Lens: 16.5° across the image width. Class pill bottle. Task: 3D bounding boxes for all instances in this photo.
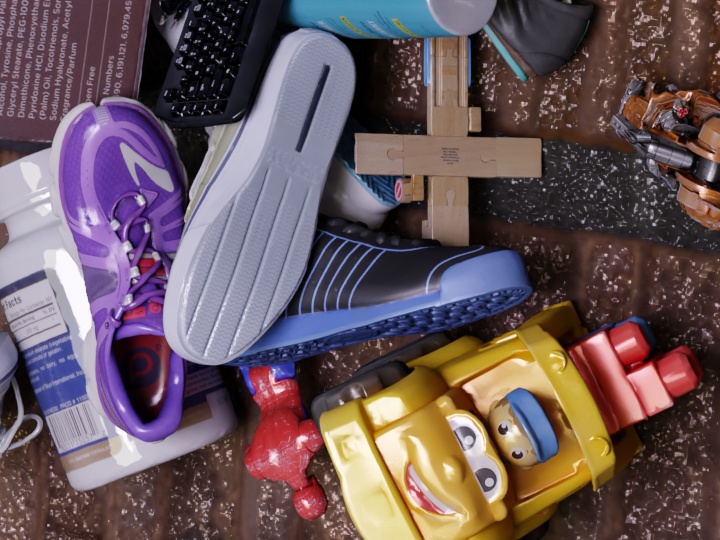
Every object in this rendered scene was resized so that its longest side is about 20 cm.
[{"bbox_3d":[-0.158,0.024,1.514,0.111,0.111,0.201,-21,89,25],"label":"pill bottle"}]

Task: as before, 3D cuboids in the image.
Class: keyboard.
[{"bbox_3d":[-0.080,-0.174,1.409,0.104,0.040,0.200,-5,60,46],"label":"keyboard"}]

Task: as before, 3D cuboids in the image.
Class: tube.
[{"bbox_3d":[-0.005,-0.152,1.392,0.200,0.077,0.051,2,74,54],"label":"tube"}]

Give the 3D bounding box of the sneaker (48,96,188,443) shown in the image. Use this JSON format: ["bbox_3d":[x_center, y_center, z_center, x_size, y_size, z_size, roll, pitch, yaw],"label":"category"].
[{"bbox_3d":[-0.123,0.001,1.402,0.080,0.083,0.201,-12,104,-14],"label":"sneaker"}]

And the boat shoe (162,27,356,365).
[{"bbox_3d":[-0.061,-0.041,1.388,0.062,0.072,0.200,4,68,58],"label":"boat shoe"}]

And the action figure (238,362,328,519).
[{"bbox_3d":[-0.040,0.060,1.500,0.065,0.099,0.200,-29,63,28],"label":"action figure"}]

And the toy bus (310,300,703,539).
[{"bbox_3d":[0.091,0.086,1.371,0.192,0.200,0.136,-25,89,17],"label":"toy bus"}]

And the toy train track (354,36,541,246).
[{"bbox_3d":[0.046,-0.108,1.438,0.114,0.033,0.201,1,88,-19],"label":"toy train track"}]

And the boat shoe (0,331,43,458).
[{"bbox_3d":[-0.244,0.094,1.542,0.086,0.075,0.202,61,156,-5],"label":"boat shoe"}]

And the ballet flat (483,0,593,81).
[{"bbox_3d":[0.057,-0.196,1.390,0.068,0.068,0.200,-40,111,11],"label":"ballet flat"}]

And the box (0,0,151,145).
[{"bbox_3d":[-0.236,-0.172,1.442,0.199,0.166,0.165,5,104,-22],"label":"box"}]

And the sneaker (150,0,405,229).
[{"bbox_3d":[-0.064,-0.090,1.476,0.200,0.076,0.081,50,117,13],"label":"sneaker"}]

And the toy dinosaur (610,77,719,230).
[{"bbox_3d":[0.207,-0.046,1.323,0.102,0.135,0.200,-59,31,35],"label":"toy dinosaur"}]

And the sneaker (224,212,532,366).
[{"bbox_3d":[0.000,0.000,1.402,0.199,0.070,0.078,-12,77,25],"label":"sneaker"}]
